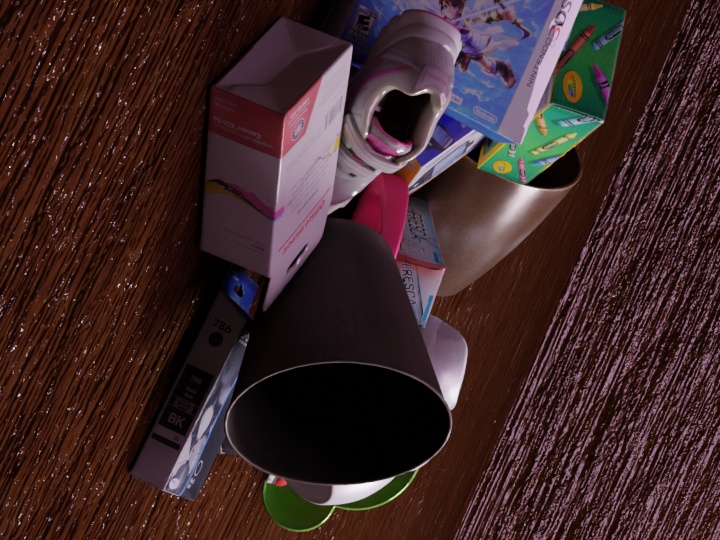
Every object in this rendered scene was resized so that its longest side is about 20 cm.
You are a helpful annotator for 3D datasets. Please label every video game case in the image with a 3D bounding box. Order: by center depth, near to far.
[{"bbox_3d":[0.087,-0.230,1.370,0.045,0.200,0.182,17,-97,63],"label":"video game case"}]

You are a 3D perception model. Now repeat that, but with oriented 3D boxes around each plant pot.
[{"bbox_3d":[0.115,-0.074,1.775,0.200,0.187,0.187,-62,171,33],"label":"plant pot"}]

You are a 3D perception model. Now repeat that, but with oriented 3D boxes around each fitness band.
[{"bbox_3d":[0.000,0.000,1.516,0.144,0.037,0.200,-81,-168,-51],"label":"fitness band"}]

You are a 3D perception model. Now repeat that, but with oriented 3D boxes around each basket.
[{"bbox_3d":[-0.022,0.060,1.342,0.200,0.180,0.136,-95,-174,-51],"label":"basket"}]

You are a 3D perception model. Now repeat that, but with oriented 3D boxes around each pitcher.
[{"bbox_3d":[0.013,0.157,1.558,0.200,0.121,0.172,-35,134,-36],"label":"pitcher"}]

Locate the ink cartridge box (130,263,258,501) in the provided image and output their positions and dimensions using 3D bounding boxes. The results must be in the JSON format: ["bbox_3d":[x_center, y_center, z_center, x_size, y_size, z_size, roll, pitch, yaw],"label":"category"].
[{"bbox_3d":[-0.127,0.098,1.386,0.200,0.039,0.099,-66,165,-8],"label":"ink cartridge box"}]

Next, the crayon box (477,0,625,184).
[{"bbox_3d":[0.182,-0.173,1.567,0.200,0.058,0.119,139,-33,-69],"label":"crayon box"}]

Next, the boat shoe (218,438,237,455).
[{"bbox_3d":[-0.081,0.104,1.512,0.200,0.063,0.073,-54,159,-46],"label":"boat shoe"}]

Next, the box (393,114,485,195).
[{"bbox_3d":[0.080,-0.126,1.542,0.119,0.042,0.200,-36,179,-12],"label":"box"}]

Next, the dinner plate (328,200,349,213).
[{"bbox_3d":[0.015,-0.117,1.473,0.200,0.024,0.200,-53,180,0],"label":"dinner plate"}]

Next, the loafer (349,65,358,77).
[{"bbox_3d":[0.039,-0.232,1.434,0.200,0.075,0.070,-57,177,0],"label":"loafer"}]

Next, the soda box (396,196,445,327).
[{"bbox_3d":[0.038,-0.017,1.614,0.200,0.063,0.069,-96,-157,-68],"label":"soda box"}]

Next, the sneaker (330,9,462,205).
[{"bbox_3d":[0.008,-0.117,1.308,0.200,0.081,0.088,-52,-157,37],"label":"sneaker"}]

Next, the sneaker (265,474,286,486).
[{"bbox_3d":[-0.028,0.171,1.675,0.200,0.085,0.077,-47,-163,33],"label":"sneaker"}]

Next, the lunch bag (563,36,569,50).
[{"bbox_3d":[0.132,-0.302,1.519,0.170,0.124,0.200,-68,-160,1],"label":"lunch bag"}]

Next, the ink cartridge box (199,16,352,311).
[{"bbox_3d":[-0.069,-0.080,1.259,0.117,0.067,0.200,-53,159,-45],"label":"ink cartridge box"}]

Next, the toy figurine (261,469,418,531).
[{"bbox_3d":[-0.018,0.206,1.828,0.200,0.150,0.184,-45,175,0],"label":"toy figurine"}]
